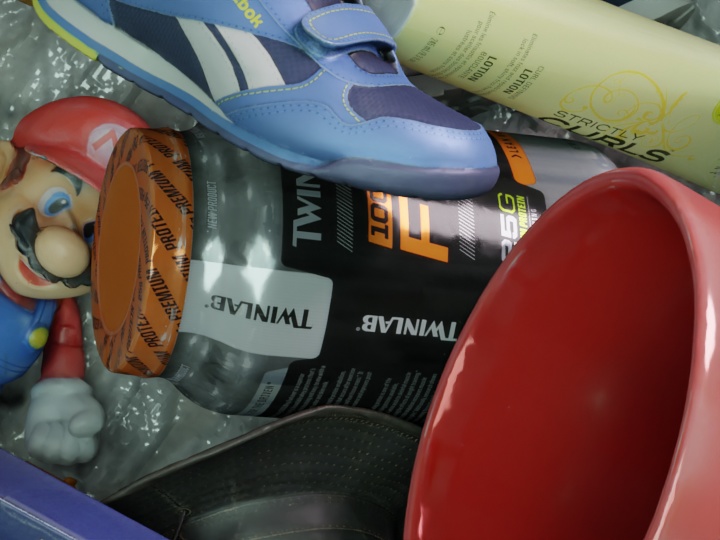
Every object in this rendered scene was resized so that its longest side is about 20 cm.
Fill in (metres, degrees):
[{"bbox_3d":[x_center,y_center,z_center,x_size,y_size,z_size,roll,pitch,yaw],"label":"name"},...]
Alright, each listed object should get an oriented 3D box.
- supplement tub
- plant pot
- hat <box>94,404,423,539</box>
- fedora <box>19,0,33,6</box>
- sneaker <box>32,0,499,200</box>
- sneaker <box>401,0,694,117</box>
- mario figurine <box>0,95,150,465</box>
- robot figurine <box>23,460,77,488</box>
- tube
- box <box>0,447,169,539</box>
[{"bbox_3d":[0.000,0.000,1.024,0.199,0.122,0.123,4,94,-20],"label":"supplement tub"},{"bbox_3d":[0.138,0.085,0.921,0.177,0.200,0.201,20,96,-21],"label":"plant pot"},{"bbox_3d":[-0.037,0.138,1.034,0.200,0.201,0.081,-20,57,6],"label":"hat"},{"bbox_3d":[-0.120,-0.174,1.060,0.201,0.201,0.082,-44,127,6],"label":"fedora"},{"bbox_3d":[-0.031,-0.089,0.942,0.200,0.074,0.082,30,104,21],"label":"sneaker"},{"bbox_3d":[0.036,-0.107,1.077,0.199,0.076,0.081,-19,84,-1],"label":"sneaker"},{"bbox_3d":[-0.153,0.015,1.073,0.106,0.123,0.200,45,103,30],"label":"mario figurine"},{"bbox_3d":[-0.215,0.139,1.082,0.145,0.058,0.200,32,117,-18],"label":"robot figurine"},{"bbox_3d":[0.093,-0.079,1.015,0.200,0.058,0.052,18,89,-29],"label":"tube"},{"bbox_3d":[-0.136,0.132,0.996,0.200,0.032,0.121,27,123,10],"label":"box"}]
